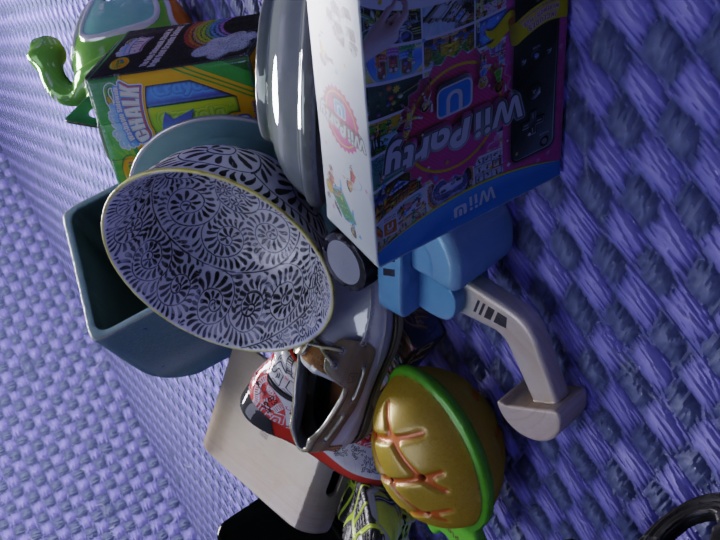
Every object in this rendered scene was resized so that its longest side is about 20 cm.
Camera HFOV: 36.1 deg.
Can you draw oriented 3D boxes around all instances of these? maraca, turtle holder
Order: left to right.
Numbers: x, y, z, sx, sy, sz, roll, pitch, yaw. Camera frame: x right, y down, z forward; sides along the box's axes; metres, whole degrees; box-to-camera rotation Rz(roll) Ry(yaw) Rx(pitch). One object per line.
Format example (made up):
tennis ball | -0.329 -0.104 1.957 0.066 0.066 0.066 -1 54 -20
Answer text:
turtle holder | -0.266 -0.243 1.245 0.183 0.140 0.134 -19 76 33
maraca | 0.068 0.166 0.937 0.137 0.106 0.203 40 148 46

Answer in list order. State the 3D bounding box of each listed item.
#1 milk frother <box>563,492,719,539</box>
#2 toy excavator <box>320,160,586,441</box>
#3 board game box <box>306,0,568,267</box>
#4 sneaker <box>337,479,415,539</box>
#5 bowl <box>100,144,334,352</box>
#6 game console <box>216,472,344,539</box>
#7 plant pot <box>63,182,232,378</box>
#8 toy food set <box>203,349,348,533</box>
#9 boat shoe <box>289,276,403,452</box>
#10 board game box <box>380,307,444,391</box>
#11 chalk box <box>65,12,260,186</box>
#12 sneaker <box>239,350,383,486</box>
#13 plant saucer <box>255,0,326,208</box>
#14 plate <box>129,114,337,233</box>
milk frother | 0.203 0.254 0.683 0.187 0.183 0.198 38 139 -28
toy excavator | 0.074 0.005 0.785 0.199 0.099 0.197 30 136 36
board game box | 0.047 -0.123 0.627 0.064 0.146 0.202 43 150 40
sneaker | 0.023 0.255 1.139 0.200 0.075 0.077 -104 32 -78
bowl | -0.100 -0.034 0.896 0.197 0.095 0.203 13 139 12
game console | -0.032 0.330 1.232 0.175 0.117 0.201 22 -158 -51
plant pot | -0.204 0.011 1.305 0.198 0.194 0.201 66 -177 36
toy food set | -0.086 0.173 1.224 0.199 0.060 0.146 33 112 32
boat shoe | -0.016 0.069 0.932 0.074 0.068 0.204 28 124 37
board game box | 0.000 0.000 1.029 0.202 0.034 0.136 62 159 13
chalk box | -0.167 -0.147 1.012 0.126 0.196 0.126 -73 -26 -57
sneaker | -0.010 0.136 1.085 0.108 0.199 0.068 -53 18 33
plant saucer | -0.046 -0.149 0.817 0.200 0.049 0.205 3 -90 -86
plate | -0.103 -0.062 0.965 0.202 0.196 0.026 91 -174 -47
